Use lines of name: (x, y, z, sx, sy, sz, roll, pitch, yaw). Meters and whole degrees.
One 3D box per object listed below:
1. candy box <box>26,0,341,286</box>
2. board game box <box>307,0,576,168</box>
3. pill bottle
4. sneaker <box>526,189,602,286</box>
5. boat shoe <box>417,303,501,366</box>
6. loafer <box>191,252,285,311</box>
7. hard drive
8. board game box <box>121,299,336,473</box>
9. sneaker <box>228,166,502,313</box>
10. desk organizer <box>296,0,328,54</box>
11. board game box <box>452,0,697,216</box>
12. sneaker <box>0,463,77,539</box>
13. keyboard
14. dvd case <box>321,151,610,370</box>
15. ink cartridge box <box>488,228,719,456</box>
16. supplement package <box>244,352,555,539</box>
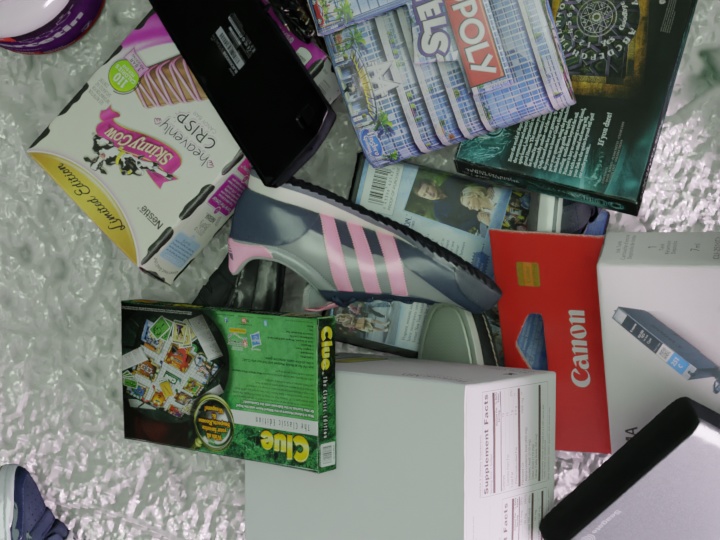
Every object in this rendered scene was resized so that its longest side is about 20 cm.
candy box: (-0.125, -0.111, 1.102, 0.136, 0.061, 0.200, 42, 92, 22)
board game box: (0.067, -0.193, 1.024, 0.198, 0.062, 0.202, -18, 92, 15)
pill bottle: (-0.239, -0.211, 1.046, 0.111, 0.200, 0.114, 0, 93, -1)
sneaker: (0.166, -0.083, 1.116, 0.078, 0.078, 0.203, 8, 82, 0)
boat shoe: (0.088, 0.115, 1.139, 0.060, 0.075, 0.203, -12, 105, -34)
loafer: (-0.095, 0.031, 1.130, 0.069, 0.068, 0.203, 7, 96, -9)
hard drive: (0.234, 0.168, 1.058, 0.199, 0.033, 0.140, 27, 117, -38)
board game box: (-0.097, 0.078, 1.081, 0.198, 0.023, 0.106, 4, 94, 40)
sneaker: (0.000, 0.000, 1.081, 0.198, 0.070, 0.083, 24, 97, -2)
desk organizer: (-0.042, -0.259, 1.111, 0.071, 0.077, 0.201, -30, 94, 0)
board game box: (0.157, -0.149, 1.083, 0.134, 0.028, 0.202, 15, 74, 16)
sneaker: (-0.205, 0.233, 1.135, 0.107, 0.070, 0.203, -10, 100, 4)
keyboard: (-0.071, -0.161, 1.055, 0.104, 0.039, 0.201, -44, 67, 28)
dvd case: (0.078, 0.002, 1.159, 0.197, 0.018, 0.144, 13, 93, -3)
ink cartridge box: (0.181, 0.067, 1.082, 0.174, 0.045, 0.202, 1, 123, 18)
supplement package: (0.025, 0.143, 1.068, 0.198, 0.110, 0.158, 2, 94, 39)
